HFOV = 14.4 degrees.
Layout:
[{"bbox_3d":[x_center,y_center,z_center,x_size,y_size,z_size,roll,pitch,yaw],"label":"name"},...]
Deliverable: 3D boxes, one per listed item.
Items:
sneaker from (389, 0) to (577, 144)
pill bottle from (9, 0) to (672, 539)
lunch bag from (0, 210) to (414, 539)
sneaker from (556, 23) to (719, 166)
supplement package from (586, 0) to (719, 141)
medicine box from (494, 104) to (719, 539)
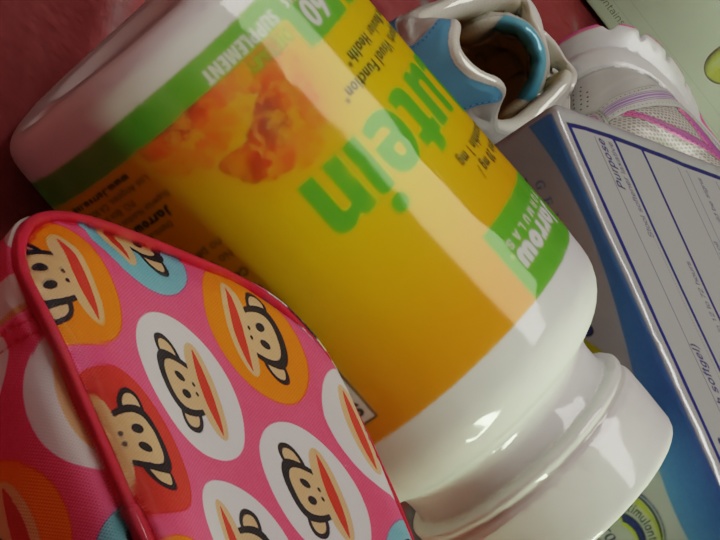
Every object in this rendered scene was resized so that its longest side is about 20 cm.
[{"bbox_3d":[0.046,-0.064,1.062,0.077,0.081,0.200,56,23,2],"label":"sneaker"},{"bbox_3d":[0.000,0.000,0.852,0.200,0.111,0.111,48,26,-11],"label":"pill bottle"},{"bbox_3d":[-0.033,0.090,0.731,0.176,0.082,0.200,19,43,-54],"label":"lunch bag"},{"bbox_3d":[0.143,-0.008,1.184,0.200,0.081,0.088,38,31,-18],"label":"sneaker"},{"bbox_3d":[0.179,-0.165,1.387,0.200,0.111,0.156,50,25,-13],"label":"supplement package"},{"bbox_3d":[0.110,0.059,1.003,0.200,0.103,0.182,13,49,-56],"label":"medicine box"}]
